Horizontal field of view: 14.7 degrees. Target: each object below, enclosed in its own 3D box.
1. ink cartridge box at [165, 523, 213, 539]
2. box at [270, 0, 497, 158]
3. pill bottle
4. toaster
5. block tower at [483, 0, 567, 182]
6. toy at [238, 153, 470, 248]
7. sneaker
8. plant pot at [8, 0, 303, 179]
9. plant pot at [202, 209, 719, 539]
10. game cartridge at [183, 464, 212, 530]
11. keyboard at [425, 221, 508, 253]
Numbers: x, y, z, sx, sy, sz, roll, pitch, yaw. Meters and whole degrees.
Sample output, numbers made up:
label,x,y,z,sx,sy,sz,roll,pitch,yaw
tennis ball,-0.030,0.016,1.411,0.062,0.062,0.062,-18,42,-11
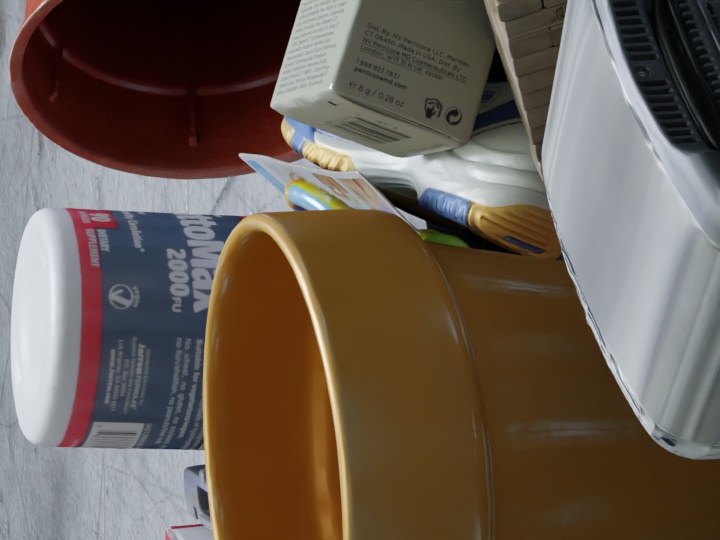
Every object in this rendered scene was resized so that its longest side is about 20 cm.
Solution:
label,x,y,z,sx,sy,sz,roll,pitch,yaw
ink cartridge box,-0.021,0.230,1.404,0.084,0.144,0.202,-143,52,-69
box,0.030,-0.153,1.177,0.082,0.068,0.201,-2,69,69
pill bottle,-0.071,0.031,1.418,0.120,0.199,0.121,-178,90,-72
toaster,0.132,-0.027,0.929,0.130,0.113,0.201,102,155,-50
block tower,0.071,-0.127,1.075,0.201,0.054,0.058,72,-179,-45
toy,0.000,0.000,1.285,0.047,0.115,0.200,-51,16,-10
sneaker,0.042,-0.066,1.250,0.200,0.075,0.089,21,89,52
plant pot,-0.088,-0.186,1.490,0.201,0.199,0.196,114,156,-55
plant pot,0.051,0.072,1.080,0.200,0.182,0.202,176,90,-73
game cartridge,0.001,0.111,1.336,0.200,0.129,0.039,-163,63,-71
keyboard,0.053,-0.052,1.323,0.127,0.020,0.201,121,141,-63
